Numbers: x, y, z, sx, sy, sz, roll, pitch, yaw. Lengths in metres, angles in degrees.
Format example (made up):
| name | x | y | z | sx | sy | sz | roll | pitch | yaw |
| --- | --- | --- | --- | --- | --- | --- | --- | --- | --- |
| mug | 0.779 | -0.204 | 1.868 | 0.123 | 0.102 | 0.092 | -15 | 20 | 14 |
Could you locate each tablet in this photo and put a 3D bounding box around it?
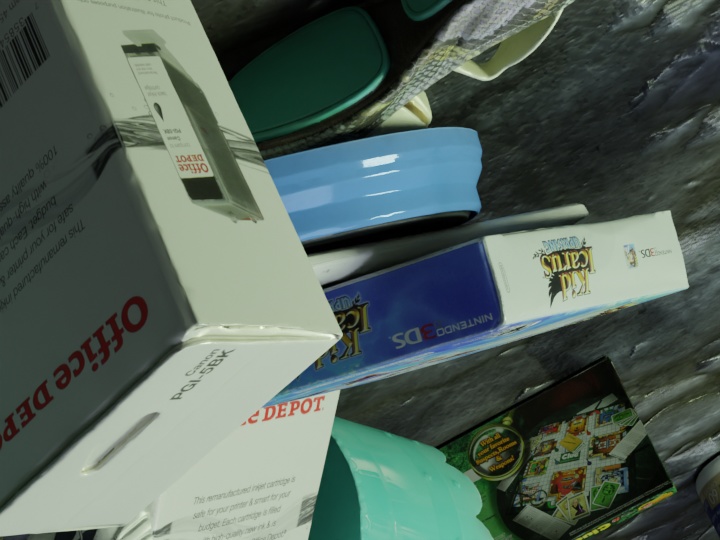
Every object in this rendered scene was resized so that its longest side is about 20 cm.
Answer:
| name | x | y | z | sx | sy | sz | roll | pitch | yaw |
| --- | --- | --- | --- | --- | --- | --- | --- | --- | --- |
| tablet | 0.000 | 0.000 | 1.059 | 0.199 | 0.014 | 0.130 | -11 | 174 | -37 |

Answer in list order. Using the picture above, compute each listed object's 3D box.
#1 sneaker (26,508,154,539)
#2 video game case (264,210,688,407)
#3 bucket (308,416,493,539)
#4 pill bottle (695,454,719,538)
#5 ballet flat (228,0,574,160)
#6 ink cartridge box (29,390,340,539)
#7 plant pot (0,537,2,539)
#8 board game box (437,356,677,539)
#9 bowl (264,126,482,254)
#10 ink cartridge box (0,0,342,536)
| name | x | y | z | sx | sy | sz | roll | pitch | yaw |
| --- | --- | --- | --- | --- | --- | --- | --- | --- | --- |
| sneaker | -0.166 | 0.168 | 1.046 | 0.129 | 0.200 | 0.079 | -5 | -166 | -19 |
| video game case | 0.032 | 0.023 | 1.073 | 0.199 | 0.046 | 0.181 | -18 | 176 | 35 |
| bucket | -0.036 | 0.178 | 1.325 | 0.207 | 0.208 | 0.135 | -35 | 147 | 21 |
| pill bottle | 0.365 | 0.237 | 1.807 | 0.111 | 0.201 | 0.111 | -20 | 155 | -10 |
| ballet flat | 0.025 | -0.095 | 0.972 | 0.200 | 0.072 | 0.072 | -34 | 154 | 17 |
| ink cartridge box | -0.098 | 0.137 | 1.170 | 0.145 | 0.084 | 0.201 | -5 | 110 | -55 |
| plant pot | -0.267 | 0.188 | 1.159 | 0.200 | 0.201 | 0.184 | -10 | 141 | -30 |
| board game box | 0.106 | 0.152 | 1.512 | 0.199 | 0.105 | 0.023 | -28 | 159 | 9 |
| bowl | -0.037 | -0.020 | 1.024 | 0.200 | 0.040 | 0.201 | -15 | 176 | -1 |
| ink cartridge box | -0.113 | -0.019 | 0.848 | 0.083 | 0.201 | 0.147 | 4 | 143 | -48 |
